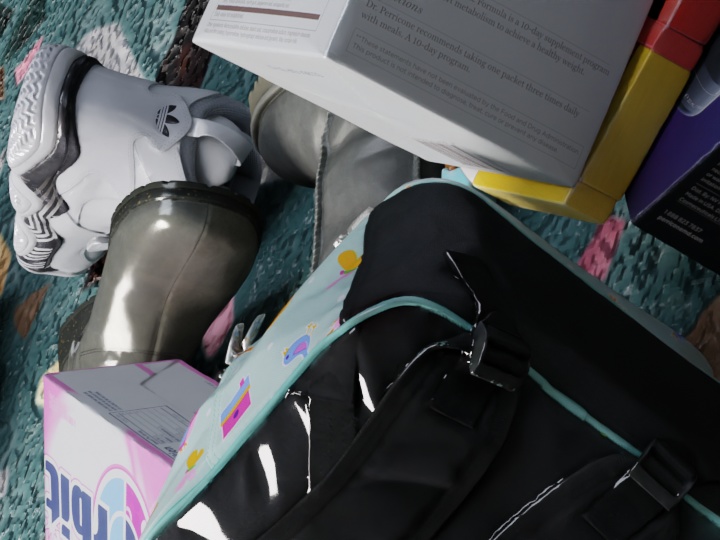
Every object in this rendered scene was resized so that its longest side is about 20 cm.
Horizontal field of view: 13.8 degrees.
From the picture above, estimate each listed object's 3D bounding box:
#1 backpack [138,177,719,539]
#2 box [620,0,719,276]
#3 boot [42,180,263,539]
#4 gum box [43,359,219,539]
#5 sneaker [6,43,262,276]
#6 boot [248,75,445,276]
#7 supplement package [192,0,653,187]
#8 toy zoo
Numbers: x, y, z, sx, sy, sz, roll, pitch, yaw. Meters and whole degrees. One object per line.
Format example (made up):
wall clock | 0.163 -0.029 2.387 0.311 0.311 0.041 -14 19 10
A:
backpack | 0.023 0.082 1.021 0.200 0.176 0.153 -49 15 24
box | 0.153 -0.110 1.070 0.141 0.079 0.200 -42 35 28
boot | -0.095 0.056 1.325 0.200 0.068 0.131 125 154 -54
gum box | -0.063 0.116 1.187 0.200 0.066 0.114 -154 61 -61
sneaker | -0.105 -0.038 1.430 0.200 0.115 0.075 97 -171 -69
boot | -0.002 0.000 1.242 0.182 0.072 0.200 126 142 -67
supplement package | 0.046 -0.145 1.035 0.114 0.109 0.200 16 82 62
toy zoo | 0.086 -0.098 1.067 0.200 0.020 0.131 -62 28 6
